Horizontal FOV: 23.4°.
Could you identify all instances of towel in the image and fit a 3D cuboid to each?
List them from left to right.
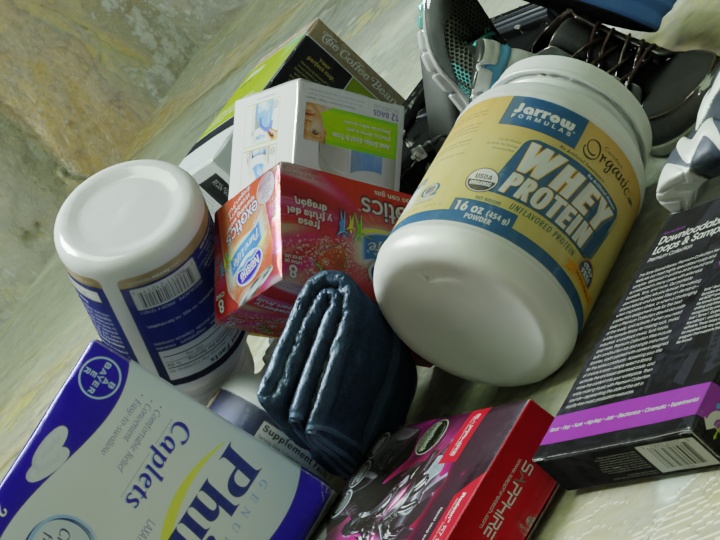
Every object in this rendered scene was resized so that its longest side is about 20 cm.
[{"bbox_3d":[-0.006,0.079,1.199,0.112,0.048,0.200,-69,-22,-14],"label":"towel"}]

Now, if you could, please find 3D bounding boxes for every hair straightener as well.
[{"bbox_3d":[0.062,-0.088,1.437,0.041,0.077,0.201,5,95,45],"label":"hair straightener"}]

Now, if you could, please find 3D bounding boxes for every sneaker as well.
[{"bbox_3d":[0.118,-0.149,1.394,0.091,0.201,0.078,-11,22,46],"label":"sneaker"},{"bbox_3d":[0.123,-0.083,1.338,0.075,0.086,0.201,-79,-6,-46],"label":"sneaker"},{"bbox_3d":[0.196,-0.145,1.288,0.075,0.106,0.200,-52,15,-13],"label":"sneaker"},{"bbox_3d":[0.267,-0.110,1.051,0.130,0.079,0.199,-66,11,-27],"label":"sneaker"}]

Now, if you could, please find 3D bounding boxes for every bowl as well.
[{"bbox_3d":[0.148,-0.229,1.357,0.201,0.200,0.040,-136,63,-75],"label":"bowl"}]

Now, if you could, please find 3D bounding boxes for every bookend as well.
[{"bbox_3d":[0.102,-0.124,1.533,0.200,0.092,0.199,-54,16,-14],"label":"bookend"}]

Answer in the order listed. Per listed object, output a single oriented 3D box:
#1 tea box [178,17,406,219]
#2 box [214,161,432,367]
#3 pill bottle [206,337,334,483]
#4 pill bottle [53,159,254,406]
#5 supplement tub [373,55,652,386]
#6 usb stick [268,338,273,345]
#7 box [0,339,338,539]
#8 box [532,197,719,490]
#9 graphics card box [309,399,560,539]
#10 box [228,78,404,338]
[{"bbox_3d":[-0.046,-0.092,1.668,0.197,0.200,0.134,-55,16,-27],"label":"tea box"},{"bbox_3d":[0.000,0.000,1.283,0.100,0.199,0.096,-31,53,49],"label":"box"},{"bbox_3d":[-0.081,0.148,1.319,0.200,0.111,0.111,-56,16,-13],"label":"pill bottle"},{"bbox_3d":[-0.151,0.022,1.335,0.115,0.200,0.116,-8,46,9],"label":"pill bottle"},{"bbox_3d":[0.109,-0.037,1.193,0.145,0.145,0.200,-29,25,52],"label":"supplement tub"},{"bbox_3d":[-0.030,-0.010,1.540,0.055,0.033,0.201,39,110,55],"label":"usb stick"},{"bbox_3d":[-0.143,0.179,1.200,0.184,0.199,0.105,-58,-8,-11],"label":"box"},{"bbox_3d":[0.193,0.032,0.999,0.143,0.036,0.200,-22,32,58],"label":"box"},{"bbox_3d":[0.043,0.152,1.096,0.126,0.051,0.200,-56,15,-24],"label":"graphics card box"},{"bbox_3d":[-0.040,-0.043,1.447,0.101,0.112,0.201,-9,74,54],"label":"box"}]
